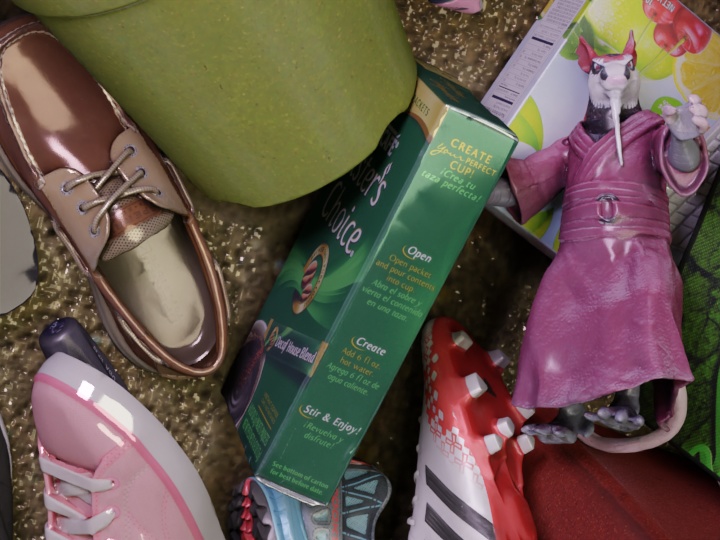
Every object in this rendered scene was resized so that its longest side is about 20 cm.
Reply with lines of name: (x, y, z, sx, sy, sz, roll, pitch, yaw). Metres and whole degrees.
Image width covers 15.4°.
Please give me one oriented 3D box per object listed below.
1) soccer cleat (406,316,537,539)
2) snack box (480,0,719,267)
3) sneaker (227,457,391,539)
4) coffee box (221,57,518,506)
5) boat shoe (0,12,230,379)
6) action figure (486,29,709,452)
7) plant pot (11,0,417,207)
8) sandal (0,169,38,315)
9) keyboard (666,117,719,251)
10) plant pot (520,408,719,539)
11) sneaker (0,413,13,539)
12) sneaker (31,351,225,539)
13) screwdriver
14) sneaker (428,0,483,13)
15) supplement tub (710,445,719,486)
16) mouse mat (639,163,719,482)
soccer cleat: (0.051, 0.118, 1.342, 0.085, 0.201, 0.068, -29, 152, 25)
snack box: (0.157, -0.052, 1.388, 0.200, 0.053, 0.143, 35, 90, -24)
sneaker: (0.001, 0.191, 1.368, 0.095, 0.079, 0.201, -18, 108, -19)
coffee box: (0.000, 0.000, 1.287, 0.044, 0.123, 0.201, 24, 102, -18)
boat shoe: (-0.114, -0.034, 1.274, 0.076, 0.072, 0.201, -35, 112, -11)
action figure: (0.132, -0.018, 1.302, 0.149, 0.133, 0.202, 22, 69, -56)
plant pot: (-0.067, -0.135, 1.222, 0.200, 0.200, 0.191, -38, 124, -10)
sandal: (-0.217, -0.057, 1.243, 0.076, 0.043, 0.201, -34, 112, -11)
keyboard: (0.206, -0.070, 1.301, 0.056, 0.011, 0.200, 25, 134, -19)
plant pot: (0.157, 0.207, 1.380, 0.199, 0.176, 0.201, 21, 93, -25)
sneaker: (-0.189, 0.131, 1.267, 0.070, 0.099, 0.202, -8, 104, -18)
sneaker: (-0.124, 0.141, 1.282, 0.105, 0.075, 0.201, -45, 131, -26)
screwdriver: (-0.105, 0.105, 1.341, 0.028, 0.029, 0.201, -35, 120, -11)
sneaker: (0.080, -0.219, 1.323, 0.200, 0.070, 0.082, -52, 135, -4)
supplement tub: (0.289, 0.065, 1.391, 0.199, 0.145, 0.147, -14, 108, -44)
mouse mat: (0.217, 0.034, 1.295, 0.008, 0.161, 0.201, -22, 140, -44)
